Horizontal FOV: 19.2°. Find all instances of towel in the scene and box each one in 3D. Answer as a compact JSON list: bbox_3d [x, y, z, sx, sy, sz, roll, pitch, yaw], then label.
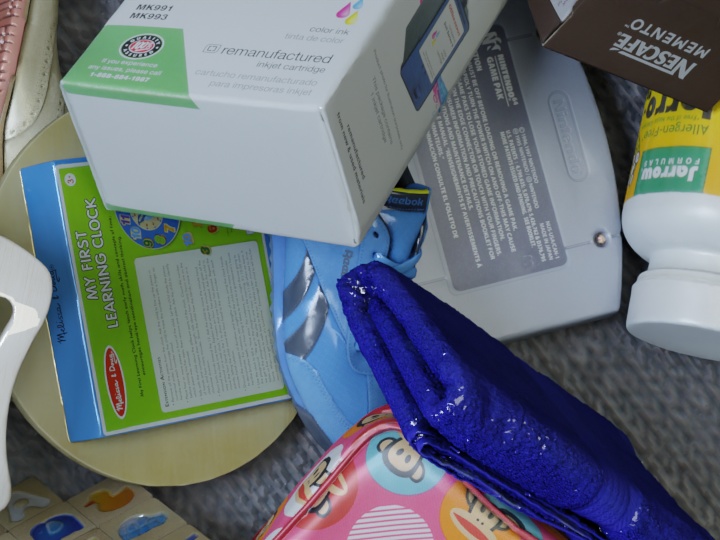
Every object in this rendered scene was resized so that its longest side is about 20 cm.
[{"bbox_3d":[0.078,0.082,1.045,0.200,0.148,0.050,36,99,-31],"label":"towel"}]

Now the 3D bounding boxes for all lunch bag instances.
[{"bbox_3d":[0.033,0.185,1.064,0.200,0.082,0.176,41,98,-2],"label":"lunch bag"}]

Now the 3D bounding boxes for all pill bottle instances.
[{"bbox_3d":[0.202,-0.057,1.136,0.112,0.113,0.201,15,79,-9],"label":"pill bottle"}]

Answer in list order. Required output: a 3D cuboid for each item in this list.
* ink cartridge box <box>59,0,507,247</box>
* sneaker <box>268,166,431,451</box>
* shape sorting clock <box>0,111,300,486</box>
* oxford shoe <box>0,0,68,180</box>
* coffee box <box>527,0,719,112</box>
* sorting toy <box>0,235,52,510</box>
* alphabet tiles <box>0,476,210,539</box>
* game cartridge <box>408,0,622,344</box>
[{"bbox_3d":[-0.031,-0.116,1.039,0.145,0.088,0.200,9,45,27],"label":"ink cartridge box"},{"bbox_3d":[0.000,0.000,1.088,0.066,0.078,0.201,-7,91,-49],"label":"sneaker"},{"bbox_3d":[-0.102,0.009,1.078,0.200,0.039,0.201,7,78,-37],"label":"shape sorting clock"},{"bbox_3d":[-0.172,-0.067,1.095,0.074,0.071,0.201,12,80,-32],"label":"oxford shoe"},{"bbox_3d":[0.134,-0.191,1.096,0.114,0.080,0.200,17,41,-30],"label":"coffee box"},{"bbox_3d":[-0.236,0.039,0.959,0.179,0.107,0.201,11,101,-7],"label":"sorting toy"},{"bbox_3d":[-0.149,0.158,0.994,0.166,0.200,0.006,-28,123,-26],"label":"alphabet tiles"},{"bbox_3d":[0.067,-0.060,1.149,0.133,0.041,0.201,-13,84,-10],"label":"game cartridge"}]
